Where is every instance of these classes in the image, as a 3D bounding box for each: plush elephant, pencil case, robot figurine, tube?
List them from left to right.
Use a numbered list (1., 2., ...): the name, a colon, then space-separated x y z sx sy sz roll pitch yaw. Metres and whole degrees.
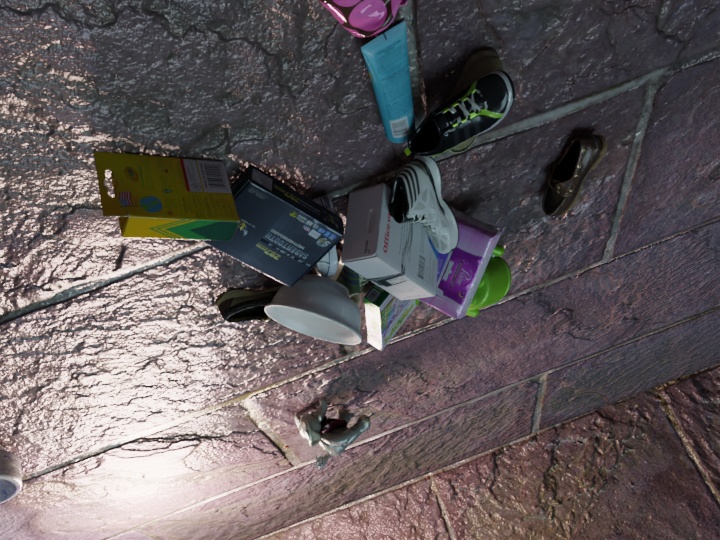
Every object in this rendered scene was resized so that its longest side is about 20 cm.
1. plush elephant: -0.104 0.437 2.049 0.155 0.164 0.200 47 75 -20
2. pencil case: -0.024 -0.372 0.881 0.093 0.091 0.200 3 166 33
3. tube: 0.049 -0.278 1.110 0.077 0.050 0.200 -39 149 -14
4. robot figurine: 0.258 0.022 1.605 0.199 0.115 0.177 -12 125 -54

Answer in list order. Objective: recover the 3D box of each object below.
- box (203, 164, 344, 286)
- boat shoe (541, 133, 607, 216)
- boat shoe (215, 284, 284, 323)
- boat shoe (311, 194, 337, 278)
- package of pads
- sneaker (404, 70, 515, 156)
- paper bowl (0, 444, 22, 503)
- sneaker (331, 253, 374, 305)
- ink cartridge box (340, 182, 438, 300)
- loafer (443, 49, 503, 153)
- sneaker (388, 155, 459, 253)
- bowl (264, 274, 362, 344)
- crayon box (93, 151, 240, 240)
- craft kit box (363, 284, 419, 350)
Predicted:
1. box: -0.152 -0.071 1.250 0.199 0.051 0.158 30 126 -29
2. boat shoe: 0.405 -0.187 1.443 0.070 0.071 0.201 -10 140 -30
3. boat shoe: -0.194 0.076 1.493 0.199 0.065 0.073 -6 146 -25
4. boat shoe: -0.091 -0.051 1.350 0.085 0.075 0.203 -14 146 -12
5. package of pads: 0.191 -0.016 1.466 0.076 0.120 0.201 -35 148 -62
6. sneaker: 0.148 -0.227 1.120 0.200 0.072 0.083 -36 175 39
7. paper bowl: -0.869 0.454 1.638 0.199 0.105 0.201 -15 149 -9
8. sneaker: 0.000 0.000 1.452 0.067 0.090 0.200 -42 170 -41
9. ink cartridge box: 0.060 -0.048 1.346 0.084 0.146 0.200 -10 152 35
10. loafer: 0.179 -0.261 1.191 0.075 0.068 0.201 -7 144 -17
11. sneaker: 0.102 -0.096 1.306 0.115 0.075 0.201 -41 124 -29
12. bowl: -0.080 0.068 1.429 0.200 0.091 0.201 16 162 5
13. crayon box: -0.291 -0.110 1.089 0.199 0.128 0.051 2 143 -31
14. craft kit box: 0.082 0.043 1.528 0.200 0.048 0.198 -51 161 -23
